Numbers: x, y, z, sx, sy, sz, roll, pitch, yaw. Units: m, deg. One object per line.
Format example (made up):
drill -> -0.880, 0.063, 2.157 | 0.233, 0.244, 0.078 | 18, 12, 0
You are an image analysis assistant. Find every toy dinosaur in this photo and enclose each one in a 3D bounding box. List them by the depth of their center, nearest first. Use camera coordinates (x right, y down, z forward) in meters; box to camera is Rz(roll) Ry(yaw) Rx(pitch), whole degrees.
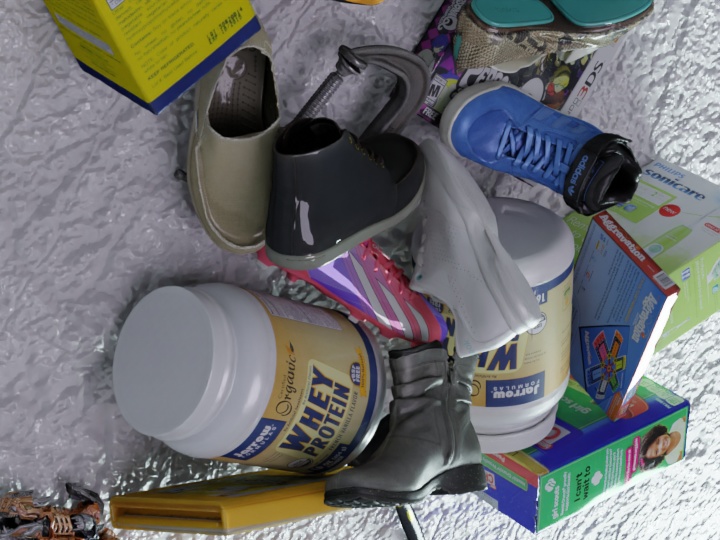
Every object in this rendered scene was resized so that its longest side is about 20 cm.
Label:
toy dinosaur -> -0.234, 0.255, 1.664 | 0.200, 0.102, 0.136 | 31, 74, -26

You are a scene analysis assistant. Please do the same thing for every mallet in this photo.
mallet -> 0.044, 0.211, 1.929 | 0.066, 0.041, 0.200 | -47, 141, -14

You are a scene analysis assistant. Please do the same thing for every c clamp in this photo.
c clamp -> -0.033, -0.114, 1.650 | 0.200, 0.027, 0.171 | -47, 141, 9

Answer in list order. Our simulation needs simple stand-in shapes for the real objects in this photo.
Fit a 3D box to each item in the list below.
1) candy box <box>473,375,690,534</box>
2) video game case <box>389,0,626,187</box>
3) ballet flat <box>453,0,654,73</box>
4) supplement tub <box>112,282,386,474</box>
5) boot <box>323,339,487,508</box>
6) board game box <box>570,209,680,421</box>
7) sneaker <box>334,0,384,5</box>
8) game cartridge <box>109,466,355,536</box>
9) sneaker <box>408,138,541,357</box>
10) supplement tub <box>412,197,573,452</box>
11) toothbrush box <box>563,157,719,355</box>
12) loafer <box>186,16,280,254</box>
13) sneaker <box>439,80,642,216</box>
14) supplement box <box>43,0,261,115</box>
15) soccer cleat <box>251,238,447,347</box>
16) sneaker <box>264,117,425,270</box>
candy box -> 0.187, 0.154, 1.922 | 0.200, 0.169, 0.077 | -23, 125, -31
video game case -> 0.138, -0.189, 1.778 | 0.200, 0.036, 0.181 | 28, 94, -46
ballet flat -> 0.161, -0.208, 1.726 | 0.200, 0.068, 0.075 | -13, 142, -31
supplement tub -> -0.091, 0.089, 1.654 | 0.200, 0.144, 0.145 | 14, 103, -45
boot -> 0.032, 0.126, 1.652 | 0.200, 0.068, 0.131 | -3, 86, -53
board game box -> 0.226, 0.044, 1.812 | 0.019, 0.103, 0.200 | -26, 152, -26
sneaker -> -0.051, -0.257, 1.542 | 0.200, 0.077, 0.078 | 14, 105, -44
game cartridge -> -0.085, 0.192, 1.703 | 0.200, 0.176, 0.032 | -9, 92, -39
sneaker -> 0.073, -0.020, 1.679 | 0.088, 0.200, 0.075 | -33, 148, 17
supplement tub -> 0.119, 0.050, 1.809 | 0.144, 0.144, 0.200 | -23, 126, -31
toothbrush box -> 0.273, -0.008, 1.925 | 0.200, 0.146, 0.086 | -30, 130, -25
loafer -> -0.098, -0.103, 1.567 | 0.076, 0.068, 0.200 | -7, 110, -10
sneaker -> 0.167, -0.104, 1.748 | 0.200, 0.111, 0.077 | 15, 106, -45
supplement box -> -0.173, -0.231, 1.423 | 0.109, 0.109, 0.200 | -41, 135, -17
soccer cleat -> 0.000, 0.000, 1.682 | 0.200, 0.067, 0.077 | 29, 101, -20
sneaker -> -0.004, -0.087, 1.599 | 0.200, 0.075, 0.106 | -42, 143, -49
